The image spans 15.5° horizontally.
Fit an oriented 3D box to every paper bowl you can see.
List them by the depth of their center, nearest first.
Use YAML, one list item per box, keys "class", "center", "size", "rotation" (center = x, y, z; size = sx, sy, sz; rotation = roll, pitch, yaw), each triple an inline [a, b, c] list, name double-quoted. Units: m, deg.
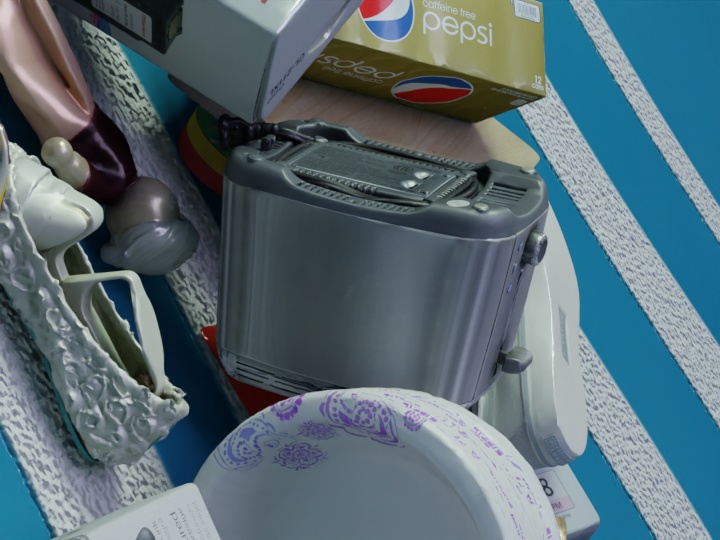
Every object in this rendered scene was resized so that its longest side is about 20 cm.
- class: "paper bowl"
  center: [0.010, 0.159, 1.348]
  size: [0.104, 0.200, 0.201]
  rotation: [-3, 70, -62]

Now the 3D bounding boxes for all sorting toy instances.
- class: "sorting toy"
  center: [-0.012, -0.074, 1.596]
  size: [0.199, 0.070, 0.200]
  rotation: [38, 29, 2]

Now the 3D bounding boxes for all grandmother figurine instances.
- class: "grandmother figurine"
  center: [-0.152, -0.077, 1.402]
  size: [0.200, 0.060, 0.121]
  rotation: [55, 20, -23]

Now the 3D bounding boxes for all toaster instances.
- class: "toaster"
  center: [0.000, 0.000, 1.424]
  size: [0.114, 0.199, 0.130]
  rotation: [-37, 138, -64]

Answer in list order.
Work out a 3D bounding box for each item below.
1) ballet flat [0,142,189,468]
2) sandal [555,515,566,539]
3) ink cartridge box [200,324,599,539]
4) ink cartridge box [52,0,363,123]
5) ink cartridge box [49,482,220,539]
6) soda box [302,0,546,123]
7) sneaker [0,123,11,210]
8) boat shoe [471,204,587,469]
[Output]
- class: "ballet flat"
  center: [-0.146, 0.003, 1.342]
  size: [0.200, 0.072, 0.072]
  rotation: [63, 26, -5]
- class: "sandal"
  center: [0.042, 0.216, 1.420]
  size: [0.069, 0.212, 0.078]
  rotation: [17, 28, -9]
- class: "ink cartridge box"
  center: [0.024, 0.089, 1.497]
  size: [0.162, 0.057, 0.200]
  rotation: [-14, 69, -41]
- class: "ink cartridge box"
  center: [-0.095, -0.196, 1.426]
  size: [0.200, 0.083, 0.146]
  rotation: [32, 56, 8]
- class: "ink cartridge box"
  center: [-0.123, 0.195, 1.198]
  size: [0.147, 0.083, 0.200]
  rotation: [66, 25, 1]
- class: "soda box"
  center: [0.016, -0.143, 1.564]
  size: [0.200, 0.068, 0.064]
  rotation: [12, 70, -38]
- class: "sneaker"
  center: [-0.198, -0.069, 1.252]
  size: [0.075, 0.090, 0.201]
  rotation: [9, 56, -29]
- class: "boat shoe"
  center: [0.088, 0.033, 1.519]
  size: [0.072, 0.068, 0.200]
  rotation: [52, 28, -49]
